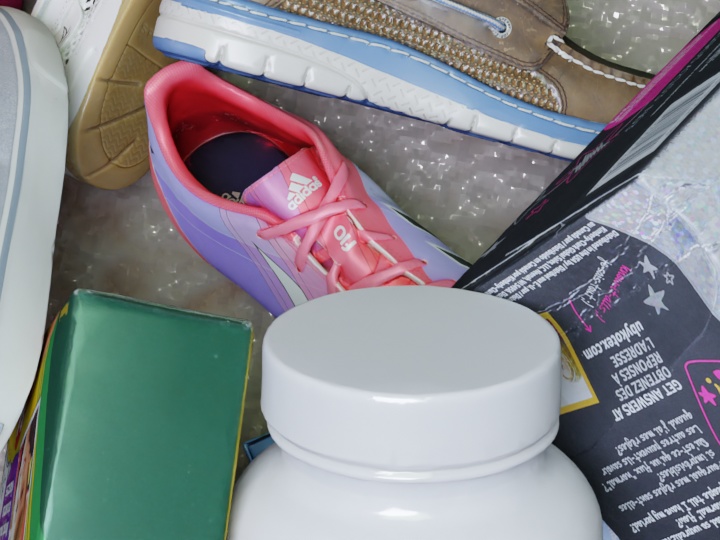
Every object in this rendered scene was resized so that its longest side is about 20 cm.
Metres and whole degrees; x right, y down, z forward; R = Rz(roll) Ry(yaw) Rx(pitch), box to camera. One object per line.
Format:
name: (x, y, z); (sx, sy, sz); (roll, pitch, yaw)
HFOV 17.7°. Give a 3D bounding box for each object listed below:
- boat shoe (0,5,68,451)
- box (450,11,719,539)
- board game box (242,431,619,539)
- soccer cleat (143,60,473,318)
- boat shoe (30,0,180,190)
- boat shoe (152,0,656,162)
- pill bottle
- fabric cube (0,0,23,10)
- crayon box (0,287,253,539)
boat shoe: (-0.139, -0.024, 0.734); (0.071, 0.070, 0.202); (22, 37, -24)
box: (0.143, -0.023, 0.707); (0.115, 0.132, 0.200); (48, 58, -4)
board game box: (0.080, 0.088, 0.786); (0.199, 0.037, 0.152); (-25, 77, 2)
soccer cleat: (0.000, 0.000, 0.766); (0.067, 0.077, 0.200); (-45, 59, -12)
boat shoe: (-0.076, -0.130, 0.830); (0.069, 0.071, 0.201); (20, 76, 31)
boat shoe: (0.034, -0.084, 0.773); (0.198, 0.072, 0.073); (12, 96, -22)
pill bottle: (0.015, 0.113, 0.675); (0.111, 0.112, 0.202); (2, 110, 6)
fabric cube: (-0.223, -0.172, 0.745); (0.199, 0.200, 0.196); (-32, 69, -35)
crayon box: (-0.087, 0.108, 0.714); (0.058, 0.200, 0.174); (11, 79, -11)
